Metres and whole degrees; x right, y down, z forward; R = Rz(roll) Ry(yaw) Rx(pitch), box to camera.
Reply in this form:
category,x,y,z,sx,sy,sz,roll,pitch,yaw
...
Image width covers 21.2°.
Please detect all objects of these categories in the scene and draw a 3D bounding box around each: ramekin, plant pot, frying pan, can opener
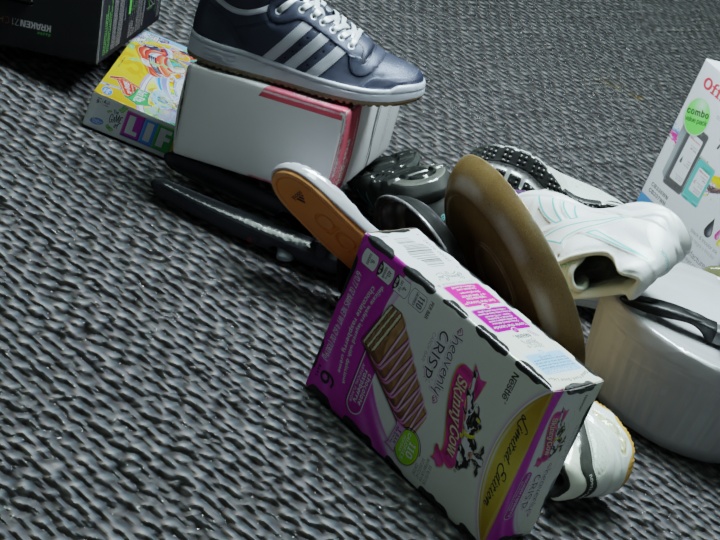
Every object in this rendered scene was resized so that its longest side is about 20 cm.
category,x,y,z,sx,sy,sz,roll,pitch,yaw
ramekin,0.281,0.079,1.617,0.201,0.095,0.203,19,24,-9
plant pot,0.118,0.002,1.556,0.027,0.201,0.200,-26,43,-13
frying pan,0.072,-0.005,1.562,0.031,0.115,0.190,-33,31,-21
can opener,-0.081,-0.044,1.605,0.199,0.079,0.064,19,63,-2
frying pan,0.309,0.059,1.527,0.189,0.031,0.115,2,24,-14

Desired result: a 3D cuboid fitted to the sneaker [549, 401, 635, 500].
category,x,y,z,sx,sy,sz,roll,pitch,yaw
sneaker,0.113,0.100,1.446,0.200,0.076,0.087,36,31,32

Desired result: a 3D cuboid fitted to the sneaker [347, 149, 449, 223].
category,x,y,z,sx,sy,sz,roll,pitch,yaw
sneaker,0.035,-0.058,1.721,0.075,0.080,0.200,-18,14,-8

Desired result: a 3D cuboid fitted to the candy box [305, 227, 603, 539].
category,x,y,z,sx,sy,sz,roll,pitch,yaw
candy box,0.061,0.080,1.363,0.061,0.137,0.200,-7,38,-46

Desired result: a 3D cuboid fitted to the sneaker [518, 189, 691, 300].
category,x,y,z,sx,sy,sz,roll,pitch,yaw
sneaker,0.169,-0.018,1.582,0.199,0.071,0.080,3,37,42

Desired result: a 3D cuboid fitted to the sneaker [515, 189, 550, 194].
category,x,y,z,sx,sy,sz,roll,pitch,yaw
sneaker,0.136,-0.015,1.734,0.087,0.076,0.200,5,23,-5

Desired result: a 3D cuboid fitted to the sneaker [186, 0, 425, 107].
category,x,y,z,sx,sy,sz,roll,pitch,yaw
sneaker,-0.036,-0.204,1.560,0.199,0.109,0.070,14,21,1

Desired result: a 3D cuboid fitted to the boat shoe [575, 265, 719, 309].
category,x,y,z,sx,sy,sz,roll,pitch,yaw
boat shoe,0.277,0.033,1.741,0.199,0.069,0.075,6,26,13

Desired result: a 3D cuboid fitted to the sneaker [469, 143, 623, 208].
category,x,y,z,sx,sy,sz,roll,pitch,yaw
sneaker,0.191,-0.062,1.879,0.199,0.074,0.080,29,9,1

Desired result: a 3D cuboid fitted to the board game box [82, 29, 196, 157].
category,x,y,z,sx,sy,sz,roll,pitch,yaw
board game box,-0.167,-0.156,1.770,0.134,0.034,0.200,22,24,-4

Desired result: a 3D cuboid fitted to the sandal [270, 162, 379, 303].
category,x,y,z,sx,sy,sz,roll,pitch,yaw
sandal,-0.004,0.002,1.531,0.206,0.079,0.059,41,62,-7

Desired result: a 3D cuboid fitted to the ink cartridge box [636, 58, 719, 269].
category,x,y,z,sx,sy,sz,roll,pitch,yaw
ink cartridge box,0.395,-0.085,1.930,0.145,0.201,0.147,6,28,-34

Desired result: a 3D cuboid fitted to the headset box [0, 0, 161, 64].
category,x,y,z,sx,sy,sz,roll,pitch,yaw
headset box,-0.292,-0.270,1.782,0.173,0.093,0.200,13,23,9

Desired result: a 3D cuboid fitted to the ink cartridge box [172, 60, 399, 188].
category,x,y,z,sx,sy,sz,roll,pitch,yaw
ink cartridge box,-0.058,-0.140,1.657,0.145,0.085,0.200,18,21,11
